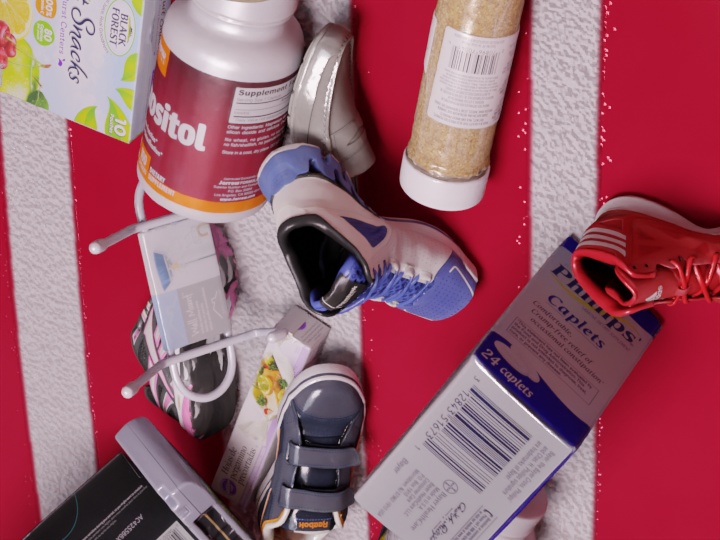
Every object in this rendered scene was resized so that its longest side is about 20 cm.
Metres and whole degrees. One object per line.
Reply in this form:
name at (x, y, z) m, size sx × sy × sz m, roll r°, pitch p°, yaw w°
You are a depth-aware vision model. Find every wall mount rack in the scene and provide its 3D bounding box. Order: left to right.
wall mount rack at (-0.148, 0.017, 1.765) m, size 0.074 × 0.173 × 0.202 m, roll -1°, pitch 104°, yaw 53°

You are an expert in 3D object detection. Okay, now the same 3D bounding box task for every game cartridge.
game cartridge at (-0.133, 0.213, 1.906) m, size 0.133 × 0.040 × 0.200 m, roll 37°, pitch 167°, yaw 50°

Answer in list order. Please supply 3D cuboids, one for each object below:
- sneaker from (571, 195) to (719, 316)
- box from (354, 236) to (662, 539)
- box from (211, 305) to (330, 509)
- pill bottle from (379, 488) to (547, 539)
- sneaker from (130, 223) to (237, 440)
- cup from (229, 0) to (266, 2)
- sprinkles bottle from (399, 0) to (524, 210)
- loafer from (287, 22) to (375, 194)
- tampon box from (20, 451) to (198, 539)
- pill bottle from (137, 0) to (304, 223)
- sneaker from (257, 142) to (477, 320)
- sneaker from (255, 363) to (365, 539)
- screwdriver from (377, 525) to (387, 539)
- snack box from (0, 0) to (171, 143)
sneaker at (0.246, 0.012, 1.597) m, size 0.198 × 0.116 × 0.079 m, roll 11°, pitch 121°, yaw 25°
box at (0.115, 0.105, 1.671) m, size 0.105 × 0.200 × 0.184 m, roll 40°, pitch 129°, yaw 3°
box at (-0.079, 0.120, 1.895) m, size 0.039 × 0.041 × 0.201 m, roll 32°, pitch 128°, yaw 12°
pill bottle at (0.072, 0.240, 1.824) m, size 0.109 × 0.109 × 0.200 m, roll 39°, pitch 122°, yaw 5°
sneaker at (-0.163, 0.047, 1.883) m, size 0.086 × 0.080 × 0.202 m, roll 19°, pitch 119°, yaw 33°
cup at (-0.082, -0.281, 1.594) m, size 0.199 × 0.201 × 0.144 m, roll 28°, pitch 144°, yaw 14°
sprinkles bottle at (0.078, -0.145, 1.638) m, size 0.068 × 0.068 × 0.201 m, roll 23°, pitch 125°, yaw 17°
loafer at (-0.020, -0.102, 1.724) m, size 0.069 × 0.070 × 0.201 m, roll 18°, pitch 131°, yaw 14°
tampon box at (-0.255, 0.288, 1.998) m, size 0.126 × 0.150 × 0.200 m, roll 46°, pitch 142°, yaw 2°
pill bottle at (-0.107, -0.148, 1.716) m, size 0.112 × 0.113 × 0.201 m, roll 26°, pitch 125°, yaw 15°
sneaker at (-0.001, 0.000, 1.689) m, size 0.199 × 0.116 × 0.080 m, roll 34°, pitch 124°, yaw -29°
sneaker at (-0.038, 0.171, 1.864) m, size 0.078 × 0.080 × 0.201 m, roll 3°, pitch 132°, yaw -15°
screwdriver at (0.048, 0.190, 1.871) m, size 0.029 × 0.028 × 0.201 m, roll 14°, pitch 127°, yaw -14°
snack box at (-0.225, -0.221, 1.782) m, size 0.141 × 0.053 × 0.201 m, roll 21°, pitch 125°, yaw 17°
